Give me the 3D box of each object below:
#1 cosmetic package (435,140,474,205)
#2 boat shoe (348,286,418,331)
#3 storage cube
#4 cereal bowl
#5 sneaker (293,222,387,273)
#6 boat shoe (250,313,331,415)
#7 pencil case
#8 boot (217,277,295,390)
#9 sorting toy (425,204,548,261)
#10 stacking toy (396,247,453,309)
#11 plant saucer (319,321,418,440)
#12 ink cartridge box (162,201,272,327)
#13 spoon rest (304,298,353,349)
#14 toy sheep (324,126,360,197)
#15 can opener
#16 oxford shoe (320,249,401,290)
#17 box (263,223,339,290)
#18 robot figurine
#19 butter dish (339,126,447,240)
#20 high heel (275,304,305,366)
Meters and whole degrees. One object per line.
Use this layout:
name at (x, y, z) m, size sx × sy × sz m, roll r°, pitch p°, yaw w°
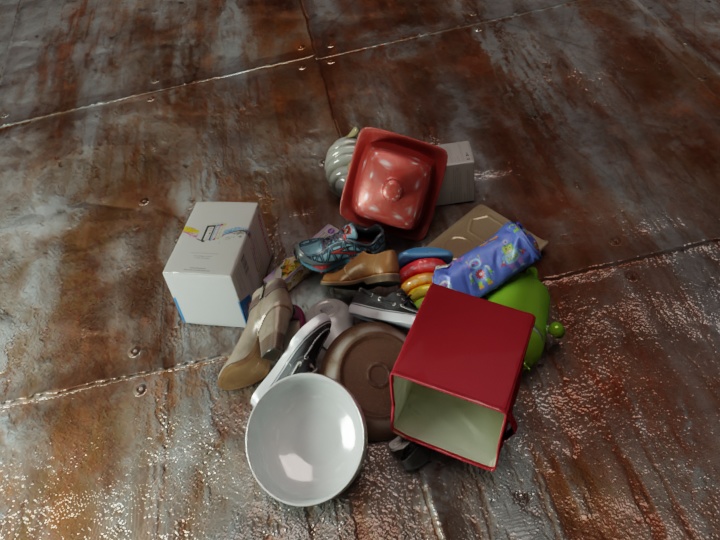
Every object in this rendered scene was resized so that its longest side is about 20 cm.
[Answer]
cosmetic package at (0.148, -0.205, 1.537) m, size 0.194 × 0.109 × 0.086 m, roll -6°, pitch 44°, yaw 2°
boat shoe at (0.063, 0.066, 1.265) m, size 0.197 × 0.069 × 0.068 m, roll 8°, pitch 75°, yaw 44°
storage cube at (0.157, 0.162, 1.074) m, size 0.195 × 0.173 × 0.182 m, roll 16°, pitch 51°, yaw 17°
cereal bowl at (-0.079, 0.267, 1.122) m, size 0.194 × 0.083 × 0.206 m, roll -3°, pitch 78°, yaw 12°
sneaker at (-0.039, -0.060, 1.405) m, size 0.195 × 0.097 × 0.080 m, roll -7°, pitch 50°, yaw -24°
boat shoe at (-0.103, 0.169, 1.194) m, size 0.067 × 0.072 × 0.201 m, roll 36°, pitch 84°, yaw 23°
pencil case at (0.214, -0.008, 1.223) m, size 0.198 × 0.088 × 0.078 m, roll -33°, pitch 5°, yaw 12°
boot at (-0.187, 0.111, 1.261) m, size 0.198 × 0.070 × 0.149 m, roll -33°, pitch 44°, yaw 33°
sorting toy at (0.250, -0.042, 1.422) m, size 0.184 × 0.037 × 0.199 m, roll -37°, pitch 47°, yaw -23°
stacking toy at (0.128, 0.068, 1.301) m, size 0.113 × 0.111 × 0.204 m, roll -2°, pitch 57°, yaw -13°
plant saucer at (0.029, 0.180, 1.187) m, size 0.195 × 0.037 × 0.206 m, roll 3°, pitch 69°, yaw -7°
ink cartridge box at (-0.276, -0.016, 1.400) m, size 0.141 × 0.149 × 0.203 m, roll 3°, pitch 47°, yaw 12°
spoon rest at (-0.045, 0.118, 1.311) m, size 0.097 × 0.062 × 0.201 m, roll -20°, pitch 34°, yaw -12°
toy sheep at (-0.019, -0.229, 1.572) m, size 0.134 × 0.139 × 0.204 m, roll -1°, pitch 52°, yaw 8°
can opener at (0.127, 0.246, 1.162) m, size 0.198 × 0.067 × 0.052 m, roll -37°, pitch 9°, yaw -24°
oxford shoe at (0.000, 0.000, 1.351) m, size 0.197 × 0.070 × 0.073 m, roll -10°, pitch 77°, yaw 41°
box at (-0.116, -0.019, 1.451) m, size 0.038 × 0.042 × 0.199 m, roll 29°, pitch 57°, yaw 31°
robot figurine at (0.271, 0.088, 1.235) m, size 0.171 × 0.117 × 0.203 m, roll 3°, pitch 48°, yaw 20°
butter dish at (0.065, -0.167, 1.410) m, size 0.195 × 0.204 × 0.148 m, roll 16°, pitch 13°, yaw 0°
high heel at (-0.121, 0.157, 1.295) m, size 0.066 × 0.096 × 0.204 m, roll -17°, pitch 66°, yaw 6°
